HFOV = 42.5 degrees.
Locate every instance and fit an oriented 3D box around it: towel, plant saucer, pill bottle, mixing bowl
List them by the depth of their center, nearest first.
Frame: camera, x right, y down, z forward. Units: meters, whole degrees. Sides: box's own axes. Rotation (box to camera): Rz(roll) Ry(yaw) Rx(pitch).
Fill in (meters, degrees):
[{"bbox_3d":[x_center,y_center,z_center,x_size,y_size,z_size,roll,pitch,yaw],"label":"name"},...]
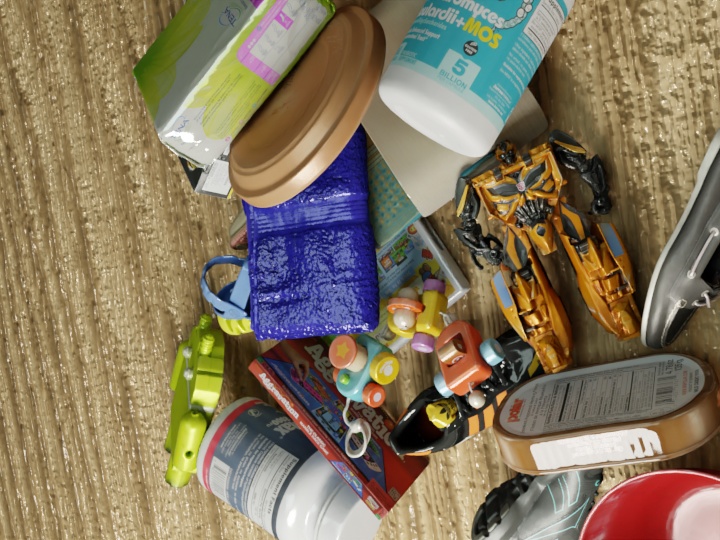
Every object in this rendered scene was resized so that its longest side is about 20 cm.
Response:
[{"bbox_3d":[0.291,0.245,0.761,0.197,0.108,0.204,8,104,36],"label":"mixing bowl"},{"bbox_3d":[0.107,-0.207,0.774,0.110,0.111,0.202,30,90,28],"label":"pill bottle"},{"bbox_3d":[-0.057,-0.153,0.833,0.199,0.032,0.203,-33,40,32],"label":"plant saucer"},{"bbox_3d":[-0.056,-0.035,0.901,0.145,0.049,0.204,-8,87,30],"label":"towel"},{"bbox_3d":[0.024,-0.143,0.915,0.146,0.022,0.202,-35,74,8],"label":"towel"},{"bbox_3d":[-0.075,0.235,1.027,0.198,0.119,0.122,25,112,30],"label":"pill bottle"}]

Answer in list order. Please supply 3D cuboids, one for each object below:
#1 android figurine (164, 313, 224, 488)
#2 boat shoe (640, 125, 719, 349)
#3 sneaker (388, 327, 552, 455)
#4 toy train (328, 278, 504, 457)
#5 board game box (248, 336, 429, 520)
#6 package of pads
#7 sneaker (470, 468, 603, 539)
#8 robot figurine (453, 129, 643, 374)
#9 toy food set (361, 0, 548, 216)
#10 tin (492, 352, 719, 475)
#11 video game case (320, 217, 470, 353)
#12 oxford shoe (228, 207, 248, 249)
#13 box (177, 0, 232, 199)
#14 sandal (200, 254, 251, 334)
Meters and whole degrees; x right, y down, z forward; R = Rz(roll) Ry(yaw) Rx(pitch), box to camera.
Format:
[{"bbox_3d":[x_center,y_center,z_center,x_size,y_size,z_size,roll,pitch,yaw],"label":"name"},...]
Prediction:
[{"bbox_3d":[-0.200,0.151,1.103,0.183,0.040,0.203,-111,34,-59],"label":"android figurine"},{"bbox_3d":[0.284,-0.020,0.745,0.057,0.066,0.203,28,111,34],"label":"boat shoe"},{"bbox_3d":[0.107,0.123,0.887,0.200,0.089,0.071,-43,73,34],"label":"sneaker"},{"bbox_3d":[0.037,0.086,0.880,0.199,0.055,0.152,-35,43,28],"label":"toy train"},{"bbox_3d":[-0.019,0.151,0.958,0.200,0.103,0.019,48,123,7],"label":"board game box"},{"bbox_3d":[-0.122,-0.212,0.866,0.200,0.068,0.155,-48,40,14],"label":"package of pads"},{"bbox_3d":[0.189,0.202,0.867,0.079,0.076,0.201,35,114,-8],"label":"sneaker"},{"bbox_3d":[0.166,-0.021,0.813,0.143,0.058,0.203,-26,91,11],"label":"robot figurine"},{"bbox_3d":[0.064,-0.174,0.872,0.142,0.060,0.202,-34,73,9],"label":"toy food set"},{"bbox_3d":[0.207,0.119,0.788,0.197,0.112,0.042,-15,106,27],"label":"tin"},{"bbox_3d":[0.000,0.000,0.989,0.200,0.023,0.184,-42,73,33],"label":"video game case"},{"bbox_3d":[-0.083,-0.103,1.009,0.200,0.070,0.074,-44,69,22],"label":"oxford shoe"},{"bbox_3d":[-0.162,-0.206,1.016,0.161,0.049,0.201,-60,42,30],"label":"box"},{"bbox_3d":[-0.099,0.017,0.986,0.197,0.080,0.087,-14,134,34],"label":"sandal"}]
